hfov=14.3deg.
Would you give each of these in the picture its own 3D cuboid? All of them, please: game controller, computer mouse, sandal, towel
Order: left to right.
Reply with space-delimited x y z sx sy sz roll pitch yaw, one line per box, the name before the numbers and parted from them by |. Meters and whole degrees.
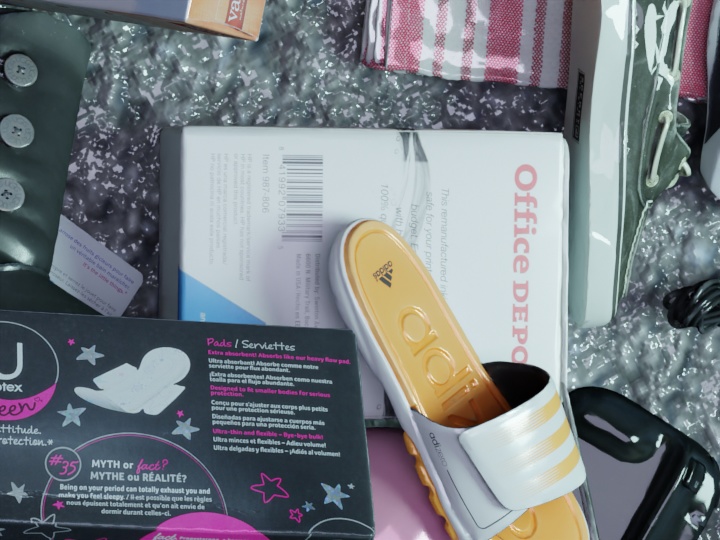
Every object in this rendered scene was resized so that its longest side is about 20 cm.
sandal | 0.056 0.063 1.385 0.079 0.059 0.207 -41 102 -43
towel | 0.101 -0.168 1.503 0.199 0.030 0.147 5 91 -14
game controller | 0.107 0.164 1.518 0.104 0.042 0.201 31 86 3
computer mouse | 0.213 -0.066 1.506 0.109 0.044 0.201 3 91 -39

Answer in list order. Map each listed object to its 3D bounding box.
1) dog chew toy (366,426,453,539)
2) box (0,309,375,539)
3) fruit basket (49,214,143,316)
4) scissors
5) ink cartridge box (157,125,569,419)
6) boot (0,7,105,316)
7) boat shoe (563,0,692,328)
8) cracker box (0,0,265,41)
dog chew toy | 0.043 0.174 1.442 0.200 0.125 0.125 43 84 5
box | -0.105 0.100 1.314 0.199 0.132 0.115 4 55 -12
fruit basket | -0.235 0.032 1.421 0.185 0.094 0.201 35 70 -12
scissors | 0.122 0.154 1.469 0.014 0.073 0.201 -12 91 9
ink cartridge box | 0.000 0.000 1.458 0.199 0.084 0.146 1 93 -12
boot | -0.152 -0.028 1.403 0.164 0.066 0.201 18 52 -26
boat shoe | 0.140 -0.064 1.473 0.063 0.071 0.201 -1 112 -11
cracker box | -0.124 -0.189 1.371 0.058 0.199 0.135 11 91 -51
